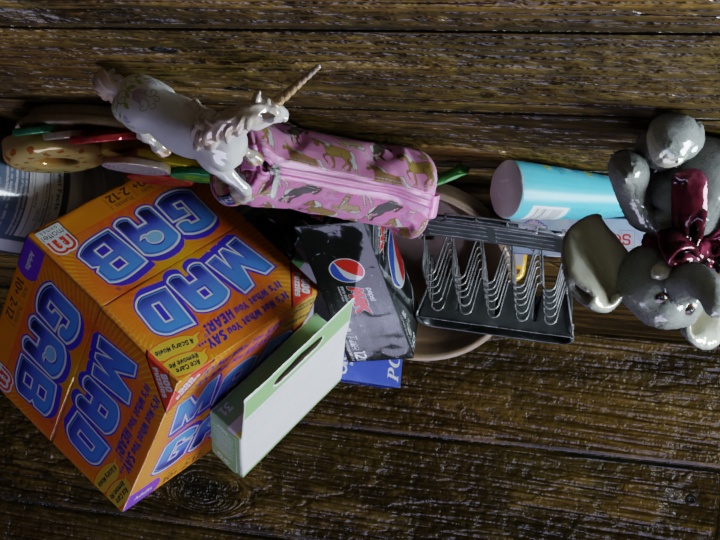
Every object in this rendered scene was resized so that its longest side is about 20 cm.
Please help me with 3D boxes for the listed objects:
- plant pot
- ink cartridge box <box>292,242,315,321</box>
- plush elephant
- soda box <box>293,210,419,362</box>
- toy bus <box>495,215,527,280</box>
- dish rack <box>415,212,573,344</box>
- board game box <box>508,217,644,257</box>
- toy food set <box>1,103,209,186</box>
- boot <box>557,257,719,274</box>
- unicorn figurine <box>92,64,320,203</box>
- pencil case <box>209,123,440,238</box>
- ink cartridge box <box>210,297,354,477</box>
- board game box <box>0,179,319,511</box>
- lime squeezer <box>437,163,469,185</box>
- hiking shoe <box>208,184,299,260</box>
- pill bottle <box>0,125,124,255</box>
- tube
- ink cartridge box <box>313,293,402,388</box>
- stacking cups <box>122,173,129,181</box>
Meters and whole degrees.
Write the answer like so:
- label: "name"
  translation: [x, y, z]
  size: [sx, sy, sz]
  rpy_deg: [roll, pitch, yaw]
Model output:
- label: "plant pot"
  translation: [0.061, -0.017, 1.751]
  size: [0.199, 0.202, 0.093]
  rpy_deg: [5, -146, 11]
- label: "ink cartridge box"
  translation: [-0.103, -0.013, 1.962]
  size: [0.146, 0.085, 0.200]
  rpy_deg: [41, -168, 28]
- label: "plush elephant"
  translation: [0.245, -0.023, 1.334]
  size: [0.164, 0.156, 0.200]
  rpy_deg: [9, 174, -23]
- label: "soda box"
  translation: [0.000, 0.000, 1.640]
  size: [0.070, 0.064, 0.201]
  rpy_deg: [-4, 139, 15]
- label: "toy bus"
  translation: [0.129, -0.023, 1.917]
  size: [0.065, 0.079, 0.200]
  rpy_deg: [7, 175, -9]
- label: "dish rack"
  translation: [0.122, 0.005, 1.609]
  size: [0.152, 0.055, 0.200]
  rpy_deg: [6, 160, 10]
- label: "board game box"
  translation: [0.266, -0.033, 1.681]
  size: [0.198, 0.041, 0.200]
  rpy_deg: [4, -176, 24]
- label: "toy food set"
  translation: [-0.214, -0.109, 1.563]
  size: [0.199, 0.049, 0.198]
  rpy_deg: [9, 174, -21]
- label: "boot"
  translation: [0.314, -0.017, 1.845]
  size: [0.199, 0.076, 0.107]
  rpy_deg: [13, -178, 27]
- label: "unicorn figurine"
  translation: [-0.116, -0.106, 1.303]
  size: [0.199, 0.074, 0.137]
  rpy_deg: [11, 165, 16]
- label: "pencil case"
  translation: [-0.029, -0.080, 1.485]
  size: [0.199, 0.087, 0.083]
  rpy_deg: [9, 141, -33]
- label: "ink cartridge box"
  translation: [-0.074, 0.099, 1.630]
  size: [0.048, 0.145, 0.200]
  rpy_deg: [40, 158, 16]
- label: "board game box"
  translation: [-0.199, 0.057, 1.655]
  size: [0.200, 0.200, 0.199]
  rpy_deg: [42, -135, 15]
- label: "lime squeezer"
  translation: [0.033, -0.048, 1.657]
  size: [0.070, 0.038, 0.200]
  rpy_deg: [15, 137, -13]
- label: "hiking shoe"
  translation: [-0.094, -0.040, 1.784]
  size: [0.076, 0.101, 0.200]
  rpy_deg: [-33, 157, 22]
- label: "pill bottle"
  translation: [-0.332, -0.075, 1.682]
  size: [0.199, 0.121, 0.119]
  rpy_deg: [10, 173, -38]
- label: "tube"
  translation: [0.210, -0.065, 1.564]
  size: [0.199, 0.051, 0.077]
  rpy_deg: [3, -175, -31]
- label: "ink cartridge box"
  translation: [0.002, 0.017, 1.826]
  size: [0.094, 0.202, 0.044]
  rpy_deg: [11, 171, -36]
- label: "stacking cups"
  translation: [-0.207, -0.050, 1.803]
  size: [0.060, 0.061, 0.200]
  rpy_deg: [11, -168, -43]
